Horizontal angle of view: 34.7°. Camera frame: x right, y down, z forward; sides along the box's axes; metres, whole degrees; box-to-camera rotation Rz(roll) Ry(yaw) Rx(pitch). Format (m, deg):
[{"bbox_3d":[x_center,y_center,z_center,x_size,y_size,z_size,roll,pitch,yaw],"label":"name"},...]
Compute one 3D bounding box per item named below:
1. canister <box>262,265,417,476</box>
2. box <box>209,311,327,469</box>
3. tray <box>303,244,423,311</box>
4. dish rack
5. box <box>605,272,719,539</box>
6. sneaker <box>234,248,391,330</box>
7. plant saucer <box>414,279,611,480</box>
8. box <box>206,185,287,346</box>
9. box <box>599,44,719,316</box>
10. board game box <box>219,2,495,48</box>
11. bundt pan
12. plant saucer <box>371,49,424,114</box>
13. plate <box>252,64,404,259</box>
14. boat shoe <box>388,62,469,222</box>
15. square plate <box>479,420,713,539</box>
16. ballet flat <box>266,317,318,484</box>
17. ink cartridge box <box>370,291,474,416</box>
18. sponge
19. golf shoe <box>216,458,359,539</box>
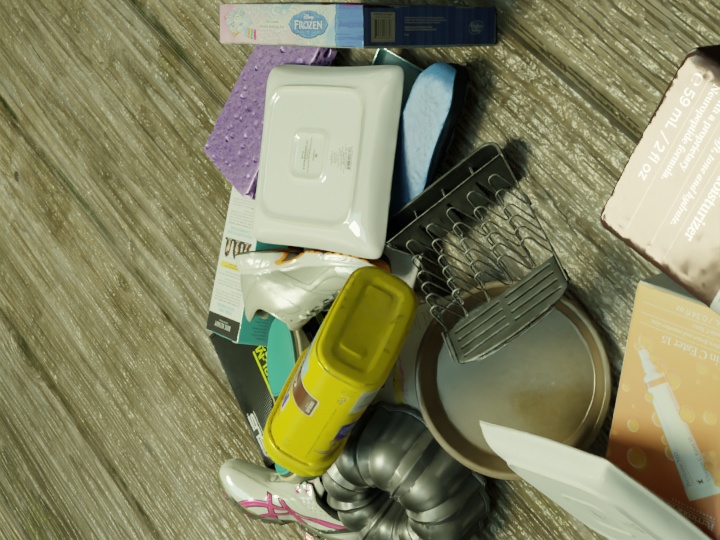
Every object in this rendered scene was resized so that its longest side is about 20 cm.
[{"bbox_3d":[-0.021,0.103,1.174,0.086,0.149,0.200,28,143,-1],"label":"canister"},{"bbox_3d":[-0.093,0.122,1.441,0.193,0.047,0.201,-40,69,40],"label":"box"},{"bbox_3d":[0.000,0.000,1.314,0.199,0.022,0.108,-3,64,45],"label":"tray"},{"bbox_3d":[0.114,-0.013,1.127,0.153,0.054,0.201,-39,42,19],"label":"dish rack"},{"bbox_3d":[0.304,0.112,1.019,0.124,0.097,0.202,22,115,39],"label":"box"},{"bbox_3d":[-0.051,0.021,1.294,0.199,0.076,0.093,-1,94,34],"label":"sneaker"},{"bbox_3d":[0.153,0.109,1.161,0.198,0.029,0.202,1,93,17],"label":"plant saucer"},{"bbox_3d":[-0.131,-0.015,1.399,0.082,0.049,0.202,16,96,54],"label":"box"},{"bbox_3d":[0.333,-0.060,0.899,0.200,0.164,0.167,42,126,28],"label":"box"},{"bbox_3d":[-0.002,-0.245,1.154,0.198,0.199,0.044,10,106,41],"label":"board game box"},{"bbox_3d":[0.040,0.248,1.279,0.201,0.076,0.203,21,134,24],"label":"bundt pan"},{"bbox_3d":[0.017,-0.145,1.276,0.070,0.019,0.201,32,120,15],"label":"plant saucer"},{"bbox_3d":[-0.046,-0.122,1.235,0.199,0.032,0.201,9,93,42],"label":"plate"},{"bbox_3d":[0.068,-0.123,1.214,0.084,0.069,0.201,42,123,16],"label":"boat shoe"},{"bbox_3d":[0.220,0.211,1.046,0.029,0.200,0.198,-57,23,-12],"label":"square plate"},{"bbox_3d":[-0.070,0.149,1.340,0.069,0.069,0.202,-24,60,45],"label":"ballet flat"},{"bbox_3d":[0.052,0.102,1.283,0.199,0.067,0.117,-19,87,45],"label":"ink cartridge box"},{"bbox_3d":[-0.109,-0.195,1.344,0.112,0.030,0.201,46,115,40],"label":"sponge"},{"bbox_3d":[-0.079,0.274,1.419,0.199,0.073,0.093,25,119,0],"label":"golf shoe"}]
